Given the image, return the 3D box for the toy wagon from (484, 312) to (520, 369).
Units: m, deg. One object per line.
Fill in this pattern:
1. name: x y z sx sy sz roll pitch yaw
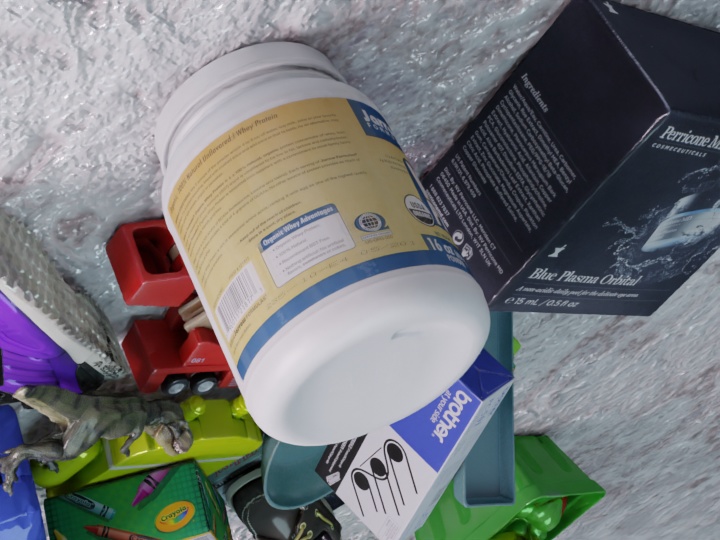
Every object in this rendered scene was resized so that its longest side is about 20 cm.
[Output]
1. toy wagon: 0.070 0.099 1.145 0.155 0.040 0.200 -50 157 -5

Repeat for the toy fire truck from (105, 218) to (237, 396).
1. toy fire truck: -0.097 0.027 0.947 0.199 0.049 0.141 0 141 -39

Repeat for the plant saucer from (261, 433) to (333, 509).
1. plant saucer: -0.014 0.111 1.120 0.200 0.036 0.200 -36 151 -23

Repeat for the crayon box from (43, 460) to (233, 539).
1. crayon box: -0.171 0.211 1.089 0.118 0.059 0.200 -14 162 -4

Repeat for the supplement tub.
1. supplement tub: -0.029 -0.018 0.779 0.144 0.201 0.145 -21 151 -12

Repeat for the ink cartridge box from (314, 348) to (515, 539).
1. ink cartridge box: 0.036 0.120 1.039 0.044 0.094 0.200 -29 155 -41

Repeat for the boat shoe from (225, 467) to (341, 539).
1. boat shoe: -0.061 0.234 1.247 0.072 0.061 0.201 -31 150 5

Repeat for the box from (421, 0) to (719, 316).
1. box: 0.182 -0.072 0.957 0.196 0.118 0.200 3 138 -42

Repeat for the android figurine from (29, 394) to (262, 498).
1. android figurine: -0.157 0.139 1.043 0.181 0.041 0.200 1 154 -41

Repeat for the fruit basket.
1. fruit basket: 0.163 0.303 1.445 0.155 0.216 0.216 5 137 -44

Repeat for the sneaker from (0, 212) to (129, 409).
1. sneaker: -0.223 0.040 0.841 0.099 0.070 0.200 -26 150 1

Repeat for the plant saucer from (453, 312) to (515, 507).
1. plant saucer: 0.097 0.087 1.084 0.019 0.201 0.070 -6 171 41

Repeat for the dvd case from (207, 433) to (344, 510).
1. dvd case: -0.052 0.188 1.266 0.146 0.022 0.200 -31 149 5

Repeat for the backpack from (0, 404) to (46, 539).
1. backpack: -0.315 0.200 0.922 0.199 0.168 0.163 -13 141 -17

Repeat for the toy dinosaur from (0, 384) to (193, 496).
1. toy dinosaur: -0.190 0.105 0.886 0.088 0.048 0.200 -37 157 14
